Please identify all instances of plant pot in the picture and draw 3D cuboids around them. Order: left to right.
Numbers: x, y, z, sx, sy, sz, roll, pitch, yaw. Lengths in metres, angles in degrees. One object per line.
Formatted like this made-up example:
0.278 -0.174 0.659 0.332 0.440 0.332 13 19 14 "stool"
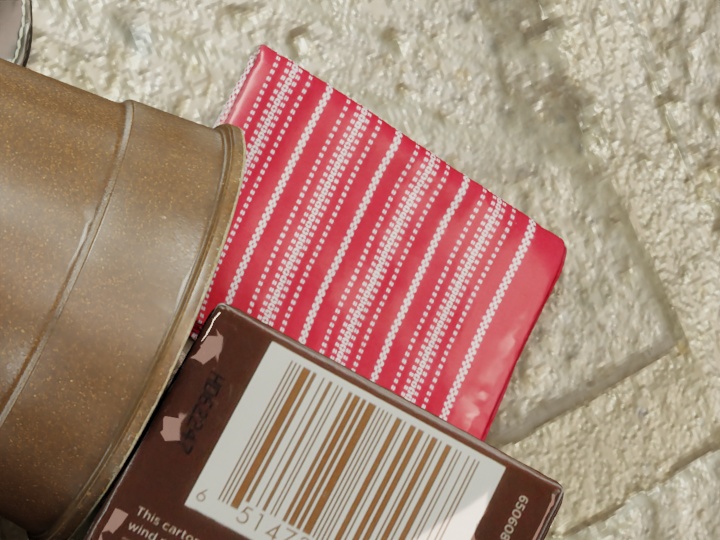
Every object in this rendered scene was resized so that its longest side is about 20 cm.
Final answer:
-0.180 -0.011 0.935 0.198 0.200 0.201 25 80 -15 "plant pot"

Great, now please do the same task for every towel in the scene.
0.000 0.000 1.101 0.200 0.022 0.145 32 77 -21 "towel"

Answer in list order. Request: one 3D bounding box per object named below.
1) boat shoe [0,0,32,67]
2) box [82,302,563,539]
-0.189 -0.175 0.993 0.071 0.061 0.202 -19 98 -23 "boat shoe"
-0.034 0.137 0.964 0.165 0.200 0.165 28 77 0 "box"
